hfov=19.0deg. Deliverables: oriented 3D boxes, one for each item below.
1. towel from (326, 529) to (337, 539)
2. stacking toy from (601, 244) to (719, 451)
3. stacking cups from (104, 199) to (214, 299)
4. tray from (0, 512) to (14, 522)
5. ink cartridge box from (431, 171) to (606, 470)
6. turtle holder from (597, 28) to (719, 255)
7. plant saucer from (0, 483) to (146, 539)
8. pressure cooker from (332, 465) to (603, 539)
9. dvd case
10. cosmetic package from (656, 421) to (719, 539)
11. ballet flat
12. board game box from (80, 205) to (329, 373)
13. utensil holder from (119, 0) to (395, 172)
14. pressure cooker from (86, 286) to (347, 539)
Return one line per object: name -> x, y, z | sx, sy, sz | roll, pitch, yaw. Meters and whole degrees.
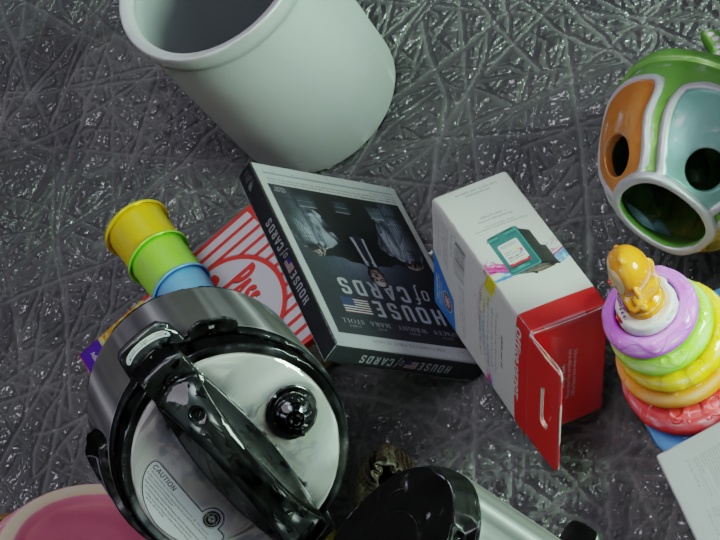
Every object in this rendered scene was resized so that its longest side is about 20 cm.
towel -> -0.073, 0.198, 1.659 | 0.086, 0.018, 0.200 | -39, 68, 2
stacking toy -> 0.213, 0.038, 1.510 | 0.109, 0.200, 0.116 | -27, 54, 12
stacking cups -> -0.138, 0.025, 1.722 | 0.060, 0.061, 0.200 | -41, 52, 3
tray -> -0.232, 0.230, 1.673 | 0.199, 0.037, 0.099 | -6, 37, -13
ink cartridge box -> 0.126, 0.037, 1.597 | 0.067, 0.116, 0.200 | -20, 48, -16
turtle holder -> 0.255, -0.069, 1.588 | 0.141, 0.186, 0.132 | -10, 37, 41
plant saucer -> -0.198, 0.227, 1.609 | 0.200, 0.051, 0.201 | 4, 36, -3
pressure cooker -> 0.080, 0.252, 1.473 | 0.176, 0.200, 0.179 | -40, 28, 33
dvd case -> 0.000, 0.000, 1.691 | 0.025, 0.150, 0.200 | -54, 45, 31
cosmetic package -> 0.312, 0.178, 1.470 | 0.150, 0.052, 0.200 | -31, 53, 13
ballet flat -> 0.023, 0.219, 1.601 | 0.067, 0.046, 0.201 | 4, 58, -4
board game box -> -0.116, 0.062, 1.769 | 0.200, 0.046, 0.152 | -41, 52, 2
utensil holder -> -0.080, -0.197, 1.809 | 0.169, 0.200, 0.171 | -13, 58, 23
pressure cooker -> -0.102, 0.112, 1.541 | 0.200, 0.175, 0.179 | -138, 56, -69
